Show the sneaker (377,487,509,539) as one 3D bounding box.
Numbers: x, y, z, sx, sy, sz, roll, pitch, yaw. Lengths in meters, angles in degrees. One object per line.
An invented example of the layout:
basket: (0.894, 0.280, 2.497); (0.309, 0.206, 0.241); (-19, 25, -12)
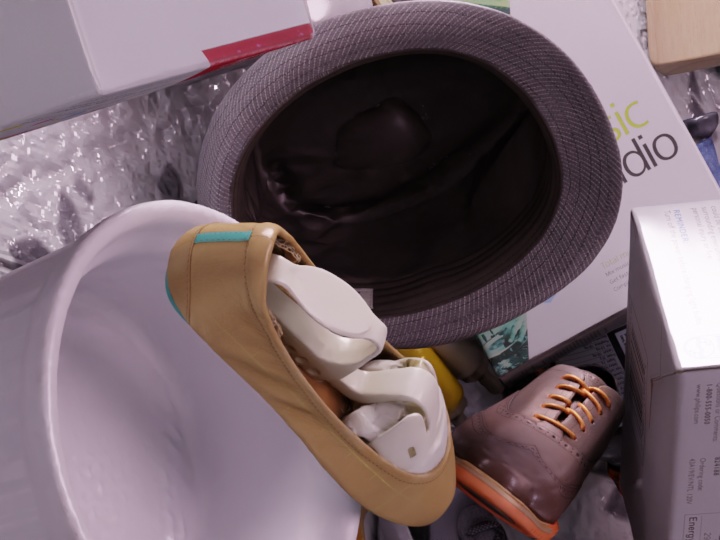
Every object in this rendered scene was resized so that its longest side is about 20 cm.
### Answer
sneaker: (0.082, 0.163, 1.428); (0.075, 0.114, 0.201); (-1, 74, -53)

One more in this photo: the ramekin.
ramekin: (-0.098, 0.078, 1.251); (0.200, 0.097, 0.201); (22, 61, -46)

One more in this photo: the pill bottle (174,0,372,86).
pill bottle: (-0.075, -0.197, 1.372); (0.111, 0.110, 0.201); (-23, 95, -53)

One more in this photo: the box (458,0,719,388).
box: (0.090, -0.061, 1.465); (0.201, 0.144, 0.036); (62, 3, 17)

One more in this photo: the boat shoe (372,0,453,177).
boat shoe: (0.010, -0.140, 1.443); (0.065, 0.073, 0.201); (-25, 87, -31)

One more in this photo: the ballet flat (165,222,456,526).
ballet flat: (-0.004, 0.048, 1.248); (0.200, 0.063, 0.069); (42, 47, -36)

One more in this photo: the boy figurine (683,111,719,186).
boy figurine: (0.211, 0.008, 1.695); (0.124, 0.064, 0.201); (-24, 97, -53)

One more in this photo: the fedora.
fedora: (0.022, -0.057, 1.356); (0.177, 0.199, 0.090); (54, 18, -24)

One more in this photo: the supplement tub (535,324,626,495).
supplement tub: (0.142, 0.016, 1.557); (0.123, 0.122, 0.201); (-43, 111, -50)

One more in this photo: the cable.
cable: (0.000, 0.000, 1.442); (0.200, 0.050, 0.097); (41, 44, -35)

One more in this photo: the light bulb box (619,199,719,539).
light bulb box: (0.236, 0.070, 1.400); (0.125, 0.199, 0.199); (-99, -174, -48)

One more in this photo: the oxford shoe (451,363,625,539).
oxford shoe: (0.086, 0.079, 1.404); (0.071, 0.073, 0.200); (36, 11, 5)

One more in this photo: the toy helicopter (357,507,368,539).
toy helicopter: (-0.015, 0.170, 1.360); (0.132, 0.079, 0.201); (17, 53, -38)

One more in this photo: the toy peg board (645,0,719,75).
toy peg board: (0.283, -0.218, 1.777); (0.098, 0.198, 0.201); (35, 50, -59)

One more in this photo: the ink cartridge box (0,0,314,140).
ink cartridge box: (-0.152, -0.128, 1.177); (0.145, 0.199, 0.145); (-22, 97, -52)
